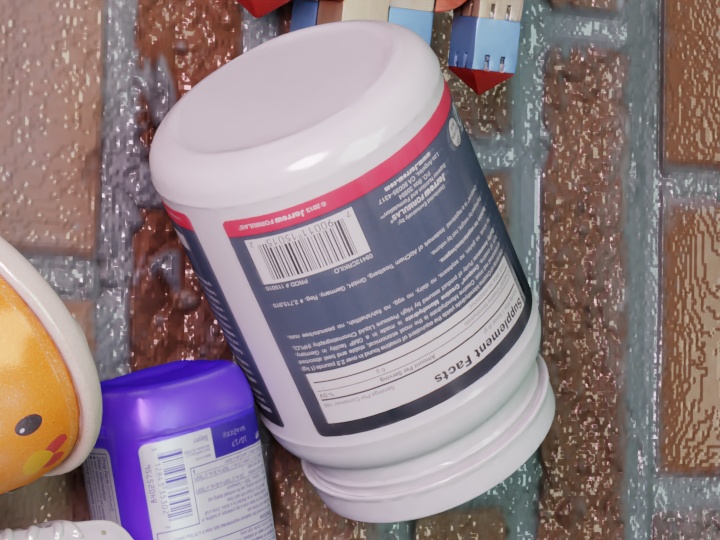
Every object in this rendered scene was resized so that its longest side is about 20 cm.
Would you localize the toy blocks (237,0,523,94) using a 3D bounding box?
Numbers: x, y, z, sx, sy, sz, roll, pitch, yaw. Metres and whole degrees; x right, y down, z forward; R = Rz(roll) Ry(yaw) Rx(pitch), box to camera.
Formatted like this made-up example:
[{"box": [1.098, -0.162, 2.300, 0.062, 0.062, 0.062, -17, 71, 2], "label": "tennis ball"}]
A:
[{"box": [0.005, -0.159, 1.390, 0.199, 0.100, 0.137, 4, 95, -30], "label": "toy blocks"}]

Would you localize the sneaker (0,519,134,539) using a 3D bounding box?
[{"box": [-0.143, 0.137, 1.244, 0.200, 0.070, 0.081, 26, 79, -22], "label": "sneaker"}]

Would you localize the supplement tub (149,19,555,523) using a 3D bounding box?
[{"box": [0.000, 0.000, 1.335, 0.140, 0.140, 0.201, -43, 123, -33], "label": "supplement tub"}]

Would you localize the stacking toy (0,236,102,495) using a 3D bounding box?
[{"box": [-0.212, 0.076, 1.150, 0.200, 0.146, 0.146, -47, 118, -33], "label": "stacking toy"}]

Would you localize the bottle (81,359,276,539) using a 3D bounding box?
[{"box": [-0.076, 0.144, 1.323, 0.083, 0.065, 0.201, -16, 100, -40], "label": "bottle"}]
